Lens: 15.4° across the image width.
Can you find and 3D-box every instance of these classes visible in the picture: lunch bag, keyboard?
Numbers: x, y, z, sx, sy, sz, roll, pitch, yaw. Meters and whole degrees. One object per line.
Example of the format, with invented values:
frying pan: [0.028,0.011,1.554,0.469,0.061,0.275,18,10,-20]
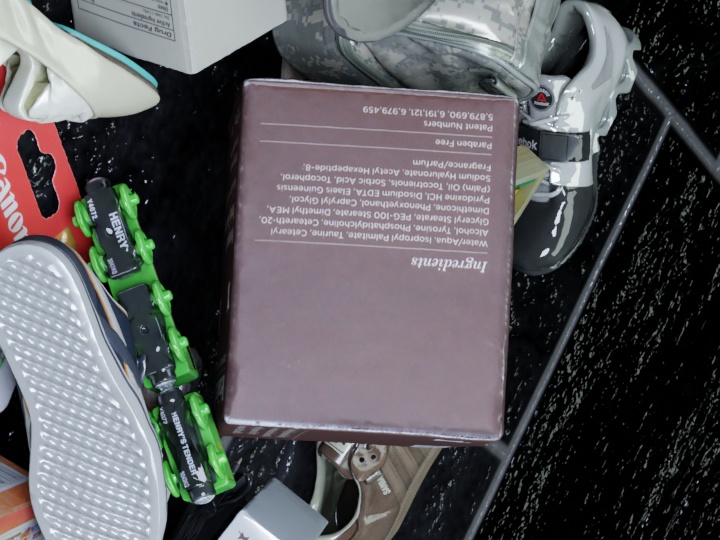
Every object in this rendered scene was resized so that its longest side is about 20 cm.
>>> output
lunch bag: [0.059,-0.198,1.628,0.139,0.167,0.201,36,65,-47]
keyboard: [-0.116,0.189,1.650,0.200,0.021,0.127,-51,172,-47]

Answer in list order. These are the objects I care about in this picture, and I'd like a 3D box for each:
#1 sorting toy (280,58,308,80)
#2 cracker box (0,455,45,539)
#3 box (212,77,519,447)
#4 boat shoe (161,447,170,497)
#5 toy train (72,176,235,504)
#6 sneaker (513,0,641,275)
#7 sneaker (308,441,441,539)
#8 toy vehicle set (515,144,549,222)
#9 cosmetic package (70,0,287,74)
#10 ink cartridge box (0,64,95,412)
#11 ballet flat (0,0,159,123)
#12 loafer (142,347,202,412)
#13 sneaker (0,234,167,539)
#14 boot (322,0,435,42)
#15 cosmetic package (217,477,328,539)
sorting toy: [0.011,-0.098,1.752,0.185,0.036,0.202,-10,114,-51]
cracker box: [-0.247,0.214,1.491,0.134,0.057,0.201,-19,130,-61]
box: [0.000,0.000,1.584,0.166,0.163,0.202,134,-40,-82]
boat shoe: [-0.154,0.181,1.533,0.066,0.074,0.201,34,73,-77]
toy train: [-0.119,0.041,1.544,0.056,0.041,0.201,43,27,-77]
sneaker: [0.133,-0.099,1.889,0.088,0.074,0.201,34,68,-54]
sneaker: [0.014,0.109,1.803,0.075,0.070,0.201,-5,119,-48]
toy vehicle set: [0.032,-0.012,1.782,0.199,0.027,0.125,-21,149,-47]
cosmetic package: [-0.110,-0.225,1.477,0.087,0.103,0.201,-33,131,-39]
ink cartridge box: [-0.217,-0.002,1.484,0.200,0.050,0.162,-44,137,-30]
ballet flat: [-0.190,-0.119,1.447,0.200,0.069,0.070,36,76,-43]
loafer: [-0.152,0.129,1.627,0.073,0.071,0.201,-66,174,-71]
sneaker: [-0.152,0.075,1.482,0.079,0.078,0.202,-68,144,-79]
boot: [-0.015,-0.211,1.546,0.069,0.173,0.201,42,62,-34]
cosmetic package: [-0.104,0.227,1.629,0.200,0.052,0.151,-53,175,6]
